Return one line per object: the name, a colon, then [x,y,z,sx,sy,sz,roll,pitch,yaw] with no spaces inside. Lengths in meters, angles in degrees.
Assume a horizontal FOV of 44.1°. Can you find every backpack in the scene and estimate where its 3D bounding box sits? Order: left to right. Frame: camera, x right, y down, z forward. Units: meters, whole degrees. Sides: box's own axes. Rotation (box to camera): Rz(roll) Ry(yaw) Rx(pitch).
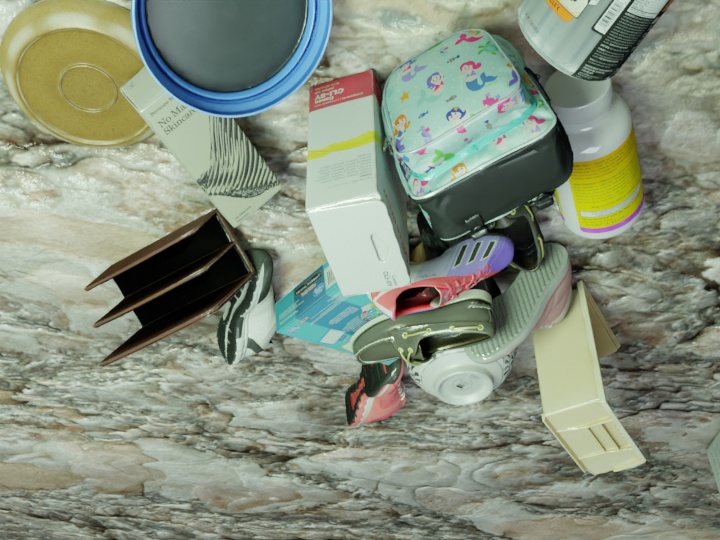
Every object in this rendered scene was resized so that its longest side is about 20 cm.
backpack: [0.109,-0.156,0.924,0.176,0.202,0.151,-27,130,14]

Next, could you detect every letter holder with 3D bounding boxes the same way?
letter holder: [-0.258,0.025,1.134,0.198,0.142,0.102,-25,104,24]

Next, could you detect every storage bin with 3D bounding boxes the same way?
storage bin: [0.327,0.162,1.285,0.093,0.202,0.199,-21,135,23]

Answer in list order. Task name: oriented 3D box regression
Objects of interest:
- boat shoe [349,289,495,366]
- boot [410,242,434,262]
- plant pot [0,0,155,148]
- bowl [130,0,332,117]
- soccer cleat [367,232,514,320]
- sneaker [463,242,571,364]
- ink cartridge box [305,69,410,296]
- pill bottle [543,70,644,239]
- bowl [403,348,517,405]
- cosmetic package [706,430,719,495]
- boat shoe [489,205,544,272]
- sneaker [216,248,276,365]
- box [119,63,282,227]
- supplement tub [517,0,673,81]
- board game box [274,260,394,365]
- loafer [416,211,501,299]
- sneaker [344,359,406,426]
boat shoe: [0.078,0.085,1.140,0.199,0.061,0.072,-20,146,18]
boot: [0.000,0.000,1.190,0.199,0.072,0.144,21,134,-29]
plant pot: [-0.299,-0.207,0.982,0.196,0.028,0.202,-2,138,-1]
bowl: [-0.126,-0.253,0.871,0.197,0.039,0.204,-10,121,-17]
soccer cleat: [0.107,0.011,1.078,0.197,0.073,0.069,-16,126,-15]
sneaker: [0.223,0.066,1.208,0.201,0.075,0.105,-48,143,-15]
ink cartridge box: [-0.001,-0.096,0.984,0.082,0.202,0.146,-11,138,11]
pill bottle: [0.265,-0.137,1.021,0.103,0.105,0.201,-14,138,14]
bowl: [0.152,0.139,1.334,0.197,0.095,0.202,-1,139,-1]
cosmetic package: [0.719,0.329,1.513,0.162,0.167,0.202,1,138,-3]
boat shoe: [0.182,-0.075,1.118,0.071,0.061,0.201,-24,134,19]
sneaker: [-0.148,0.044,1.250,0.079,0.074,0.202,-13,141,-33]
box: [-0.174,-0.146,0.997,0.082,0.068,0.200,-41,137,-4]
supplement tub: [0.246,-0.290,0.836,0.121,0.124,0.201,16,135,-19]
board game box: [0.009,0.053,1.178,0.198,0.048,0.150,20,138,-36]
loafer: [0.151,-0.015,1.181,0.072,0.074,0.200,-26,134,19]
sneaker: [0.040,0.182,1.410,0.085,0.075,0.201,3,146,-20]
